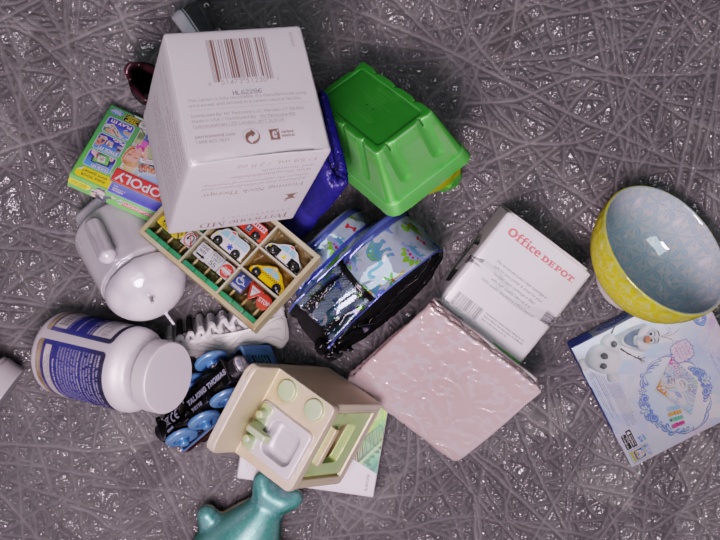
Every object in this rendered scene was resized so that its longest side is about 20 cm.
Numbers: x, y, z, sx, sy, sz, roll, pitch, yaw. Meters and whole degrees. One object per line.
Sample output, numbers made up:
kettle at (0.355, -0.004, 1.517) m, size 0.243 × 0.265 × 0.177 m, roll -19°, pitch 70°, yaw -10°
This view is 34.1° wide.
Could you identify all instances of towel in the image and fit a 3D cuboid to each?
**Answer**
towel at (0.113, 0.152, 1.596) m, size 0.200 × 0.032 × 0.191 m, roll 38°, pitch 123°, yaw -9°
towel at (-0.070, -0.135, 1.511) m, size 0.050 × 0.200 × 0.148 m, roll -15°, pitch 77°, yaw -24°

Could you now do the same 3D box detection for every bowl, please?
bowl at (0.382, -0.005, 1.589) m, size 0.200 × 0.200 × 0.108 m, roll 35°, pitch 141°, yaw -7°

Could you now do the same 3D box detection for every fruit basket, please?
fruit basket at (0.050, -0.152, 1.536) m, size 0.155 × 0.216 × 0.216 m, roll -38°, pitch 99°, yaw -10°

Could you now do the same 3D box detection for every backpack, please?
backpack at (0.000, 0.000, 1.553) m, size 0.200 × 0.183 × 0.147 m, roll -41°, pitch 86°, yaw 8°

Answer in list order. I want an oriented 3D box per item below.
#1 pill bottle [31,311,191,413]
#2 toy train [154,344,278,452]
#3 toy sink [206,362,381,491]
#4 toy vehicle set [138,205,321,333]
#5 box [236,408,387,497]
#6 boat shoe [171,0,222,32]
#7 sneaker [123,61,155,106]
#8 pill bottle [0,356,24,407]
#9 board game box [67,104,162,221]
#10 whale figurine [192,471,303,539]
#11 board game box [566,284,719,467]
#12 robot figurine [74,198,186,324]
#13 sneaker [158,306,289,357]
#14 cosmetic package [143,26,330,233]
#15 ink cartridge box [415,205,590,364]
pill bottle at (-0.329, 0.124, 1.558) m, size 0.200 × 0.116 × 0.116 m, roll 10°, pitch 102°, yaw 32°
toy train at (-0.196, 0.176, 1.599) m, size 0.200 × 0.114 × 0.087 m, roll -42°, pitch 61°, yaw 32°
toy sink at (-0.080, 0.205, 1.532) m, size 0.112 × 0.200 × 0.130 m, roll 32°, pitch 99°, yaw 28°
toy vehicle set at (-0.164, -0.030, 1.480) m, size 0.200 × 0.027 × 0.124 m, roll 39°, pitch 80°, yaw 12°
box at (-0.067, 0.237, 1.669) m, size 0.200 × 0.036 × 0.144 m, roll 8°, pitch 100°, yaw -5°
boat shoe at (-0.171, -0.271, 1.548) m, size 0.057 × 0.069 × 0.200 m, roll -36°, pitch 89°, yaw -1°
sneaker at (-0.233, -0.202, 1.521) m, size 0.200 × 0.116 × 0.076 m, roll 37°, pitch 93°, yaw 9°
pill bottle at (-0.568, 0.120, 1.595) m, size 0.200 × 0.114 × 0.114 m, roll 34°, pitch 98°, yaw -7°
board game box at (-0.267, -0.126, 1.557) m, size 0.200 × 0.135 × 0.029 m, roll 24°, pitch 142°, yaw -6°
whale figurine at (-0.160, 0.381, 1.650) m, size 0.159 × 0.104 × 0.200 m, roll 32°, pitch 108°, yaw -7°
board game box at (0.425, 0.145, 1.661) m, size 0.199 × 0.043 × 0.200 m, roll -27°, pitch 100°, yaw 4°
robot figurine at (-0.302, -0.014, 1.551) m, size 0.113 × 0.170 × 0.200 m, roll -41°, pitch 59°, yaw 9°
sneaker at (-0.194, 0.096, 1.625) m, size 0.200 × 0.075 × 0.081 m, roll -16°, pitch 109°, yaw 2°
cosmetic package at (-0.151, -0.164, 1.387) m, size 0.167 × 0.200 × 0.166 m, roll -9°, pitch 73°, yaw -19°
ink cartridge box at (0.194, 0.032, 1.613) m, size 0.146 × 0.084 × 0.200 m, roll 37°, pitch 98°, yaw -7°
